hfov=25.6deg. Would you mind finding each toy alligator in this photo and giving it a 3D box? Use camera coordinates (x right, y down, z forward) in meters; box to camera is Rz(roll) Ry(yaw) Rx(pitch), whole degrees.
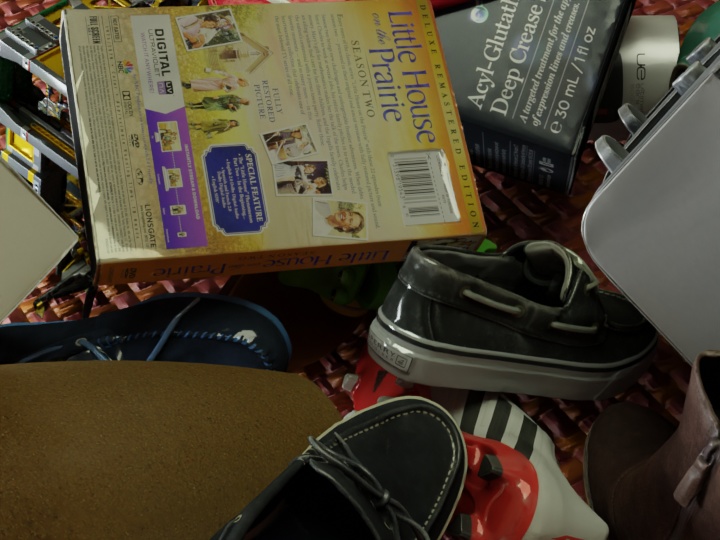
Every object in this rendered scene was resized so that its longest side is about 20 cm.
[{"bbox_3d":[0.000,0.000,0.841,0.199,0.059,0.054,2,35,-34],"label":"toy alligator"}]

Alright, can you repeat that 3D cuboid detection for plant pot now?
[{"bbox_3d":[-0.104,0.117,0.723,0.199,0.187,0.186,-14,41,-31],"label":"plant pot"}]

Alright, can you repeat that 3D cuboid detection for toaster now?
[{"bbox_3d":[0.210,-0.019,0.771,0.200,0.119,0.181,46,23,-1],"label":"toaster"}]

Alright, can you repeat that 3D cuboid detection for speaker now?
[{"bbox_3d":[0.105,-0.123,1.020,0.199,0.081,0.081,1,43,5],"label":"speaker"}]

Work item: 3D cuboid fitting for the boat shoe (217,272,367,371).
[{"bbox_3d":[-0.023,-0.003,0.917,0.070,0.071,0.200,-15,20,50],"label":"boat shoe"}]

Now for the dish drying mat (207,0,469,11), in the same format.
[{"bbox_3d":[0.011,-0.174,0.878,0.199,0.018,0.077,-16,79,2],"label":"dish drying mat"}]

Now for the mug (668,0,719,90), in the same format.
[{"bbox_3d":[0.246,-0.083,0.932,0.114,0.185,0.152,-13,67,-6],"label":"mug"}]

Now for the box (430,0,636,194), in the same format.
[{"bbox_3d":[0.054,-0.153,0.934,0.199,0.107,0.149,18,82,9],"label":"box"}]

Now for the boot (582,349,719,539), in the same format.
[{"bbox_3d":[0.155,0.092,0.716,0.072,0.167,0.200,-11,43,-7],"label":"boot"}]

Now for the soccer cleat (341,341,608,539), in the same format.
[{"bbox_3d":[0.054,0.088,0.811,0.085,0.069,0.200,24,11,-30],"label":"soccer cleat"}]

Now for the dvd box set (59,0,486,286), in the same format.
[{"bbox_3d":[-0.046,-0.070,0.811,0.199,0.029,0.147,-5,67,-17],"label":"dvd box set"}]

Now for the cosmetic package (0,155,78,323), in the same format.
[{"bbox_3d":[-0.234,0.024,0.802,0.073,0.200,0.104,46,52,-10],"label":"cosmetic package"}]

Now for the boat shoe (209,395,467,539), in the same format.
[{"bbox_3d":[-0.009,0.108,0.662,0.075,0.062,0.200,51,43,6],"label":"boat shoe"}]

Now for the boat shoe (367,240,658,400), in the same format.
[{"bbox_3d":[0.093,0.021,0.815,0.200,0.071,0.072,0,30,-45],"label":"boat shoe"}]

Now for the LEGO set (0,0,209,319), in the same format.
[{"bbox_3d":[-0.127,-0.072,0.911,0.116,0.200,0.154,35,39,21],"label":"LEGO set"}]

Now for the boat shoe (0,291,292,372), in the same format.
[{"bbox_3d":[-0.130,0.065,0.832,0.199,0.084,0.069,-13,27,26],"label":"boat shoe"}]
